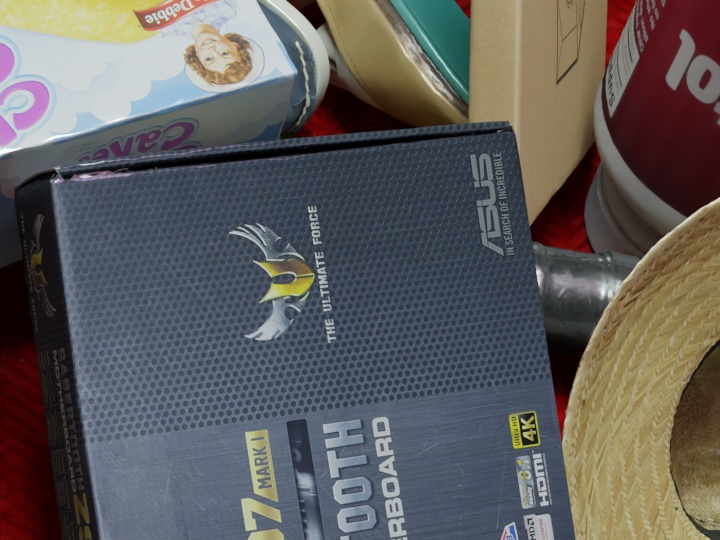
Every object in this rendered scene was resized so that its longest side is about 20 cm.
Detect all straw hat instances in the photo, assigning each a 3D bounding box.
[{"bbox_3d":[0.137,0.049,1.012,0.201,0.202,0.085,-8,13,-23],"label":"straw hat"}]

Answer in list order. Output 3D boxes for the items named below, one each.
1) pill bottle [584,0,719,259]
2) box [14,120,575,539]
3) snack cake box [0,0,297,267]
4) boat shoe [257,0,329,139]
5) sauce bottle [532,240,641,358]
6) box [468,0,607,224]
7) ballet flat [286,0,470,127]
[{"bbox_3d":[0.150,-0.074,1.047,0.113,0.200,0.113,9,49,-10],"label":"pill bottle"},{"bbox_3d":[-0.016,0.060,0.918,0.157,0.051,0.201,-6,85,-22],"label":"box"},{"bbox_3d":[-0.136,-0.062,0.951,0.200,0.067,0.115,-18,62,-26],"label":"snack cake box"},{"bbox_3d":[-0.106,-0.105,1.074,0.200,0.075,0.062,36,19,4],"label":"boat shoe"},{"bbox_3d":[0.000,0.000,1.031,0.199,0.066,0.066,11,48,-12],"label":"sauce bottle"},{"bbox_3d":[0.065,-0.127,1.035,0.021,0.201,0.163,5,18,14],"label":"box"},{"bbox_3d":[-0.002,-0.107,1.125,0.069,0.063,0.200,19,37,-48],"label":"ballet flat"}]
